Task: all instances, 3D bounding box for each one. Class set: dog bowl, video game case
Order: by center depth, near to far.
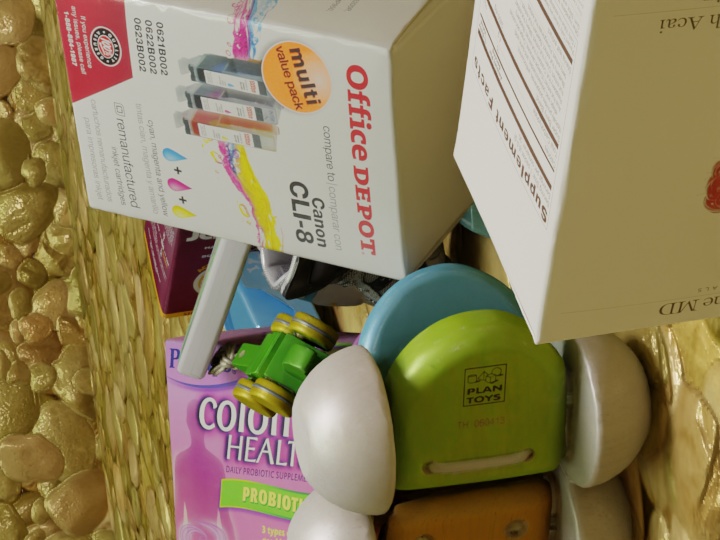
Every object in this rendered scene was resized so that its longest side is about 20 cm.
[{"bbox_3d":[-0.070,-0.058,1.615,0.182,0.022,0.200,-76,5,-49],"label":"video game case"},{"bbox_3d":[-0.056,0.067,1.918,0.112,0.050,0.200,95,153,-52],"label":"dog bowl"}]

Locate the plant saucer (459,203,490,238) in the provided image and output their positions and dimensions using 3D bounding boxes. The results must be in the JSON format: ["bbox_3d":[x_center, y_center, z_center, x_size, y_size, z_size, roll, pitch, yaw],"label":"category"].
[{"bbox_3d":[0.047,-0.071,1.520,0.200,0.019,0.070,-141,44,-70],"label":"plant saucer"}]

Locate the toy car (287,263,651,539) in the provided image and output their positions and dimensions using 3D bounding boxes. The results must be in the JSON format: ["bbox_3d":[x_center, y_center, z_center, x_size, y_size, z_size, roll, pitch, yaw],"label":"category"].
[{"bbox_3d":[0.045,0.083,1.271,0.150,0.175,0.200,-110,17,-48],"label":"toy car"}]

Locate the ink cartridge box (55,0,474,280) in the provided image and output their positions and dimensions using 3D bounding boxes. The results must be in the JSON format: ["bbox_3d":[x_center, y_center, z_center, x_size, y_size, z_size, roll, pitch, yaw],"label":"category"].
[{"bbox_3d":[-0.033,-0.107,1.314,0.145,0.200,0.145,-50,-36,-46],"label":"ink cartridge box"}]

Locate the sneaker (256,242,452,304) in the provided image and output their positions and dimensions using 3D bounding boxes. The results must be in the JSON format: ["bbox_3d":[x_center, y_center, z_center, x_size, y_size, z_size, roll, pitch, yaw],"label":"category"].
[{"bbox_3d":[0.000,0.000,1.497,0.076,0.114,0.200,-122,15,-50],"label":"sneaker"}]

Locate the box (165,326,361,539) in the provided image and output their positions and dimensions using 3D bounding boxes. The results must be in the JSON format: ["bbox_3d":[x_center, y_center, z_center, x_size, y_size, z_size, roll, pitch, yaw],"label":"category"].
[{"bbox_3d":[-0.038,0.143,1.656,0.176,0.097,0.200,2,96,50],"label":"box"}]

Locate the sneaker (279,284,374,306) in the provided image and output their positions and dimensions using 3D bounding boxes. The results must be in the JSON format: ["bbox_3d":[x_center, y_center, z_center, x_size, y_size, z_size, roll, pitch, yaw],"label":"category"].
[{"bbox_3d":[-0.021,-0.068,1.640,0.077,0.081,0.200,-77,-14,-70],"label":"sneaker"}]

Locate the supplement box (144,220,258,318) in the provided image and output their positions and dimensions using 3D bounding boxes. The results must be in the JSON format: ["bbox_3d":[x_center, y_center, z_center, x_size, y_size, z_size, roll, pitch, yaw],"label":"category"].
[{"bbox_3d":[-0.107,-0.047,1.985,0.200,0.110,0.086,107,151,-62],"label":"supplement box"}]

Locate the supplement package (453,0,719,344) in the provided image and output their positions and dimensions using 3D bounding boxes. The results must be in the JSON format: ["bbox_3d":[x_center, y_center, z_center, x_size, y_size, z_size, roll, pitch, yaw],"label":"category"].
[{"bbox_3d":[0.118,-0.086,0.976,0.200,0.121,0.120,95,162,-45],"label":"supplement package"}]

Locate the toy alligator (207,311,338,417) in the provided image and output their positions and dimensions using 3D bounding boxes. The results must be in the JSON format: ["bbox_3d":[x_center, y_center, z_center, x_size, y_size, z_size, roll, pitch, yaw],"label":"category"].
[{"bbox_3d":[-0.045,0.065,1.539,0.059,0.054,0.200,-59,14,-11],"label":"toy alligator"}]
